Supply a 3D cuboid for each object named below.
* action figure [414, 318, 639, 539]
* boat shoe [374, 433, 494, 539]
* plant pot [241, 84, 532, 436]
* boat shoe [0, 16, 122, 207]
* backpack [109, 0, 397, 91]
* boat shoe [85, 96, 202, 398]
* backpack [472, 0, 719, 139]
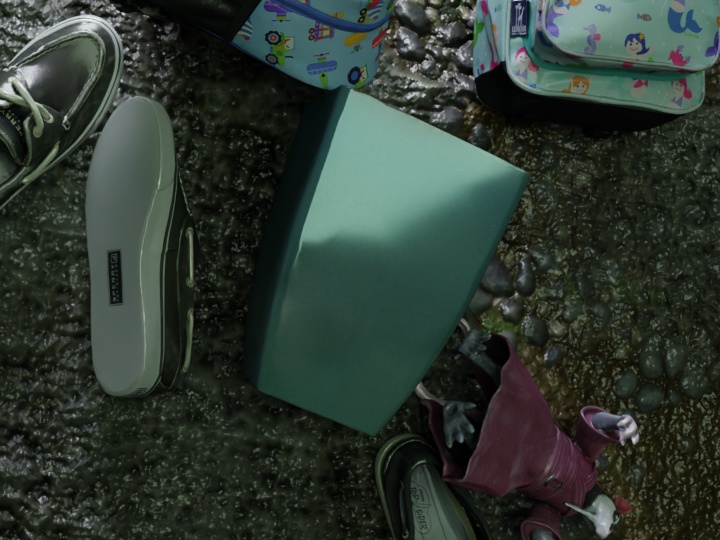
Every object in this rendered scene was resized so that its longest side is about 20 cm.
[{"bbox_3d":[0.125,0.144,0.837,0.200,0.148,0.135,40,82,-30],"label":"action figure"},{"bbox_3d":[0.070,0.217,0.821,0.074,0.066,0.202,-17,91,-17],"label":"boat shoe"},{"bbox_3d":[0.000,0.000,0.782,0.140,0.141,0.203,22,88,-13],"label":"plant pot"},{"bbox_3d":[-0.228,-0.092,0.746,0.071,0.064,0.201,40,77,-11],"label":"boat shoe"},{"bbox_3d":[-0.051,-0.223,0.757,0.198,0.135,0.184,25,40,-20],"label":"backpack"},{"bbox_3d":[-0.146,-0.015,0.777,0.063,0.070,0.203,3,90,-56],"label":"boat shoe"},{"bbox_3d":[0.178,-0.219,0.844,0.175,0.150,0.203,5,80,-14],"label":"backpack"}]
